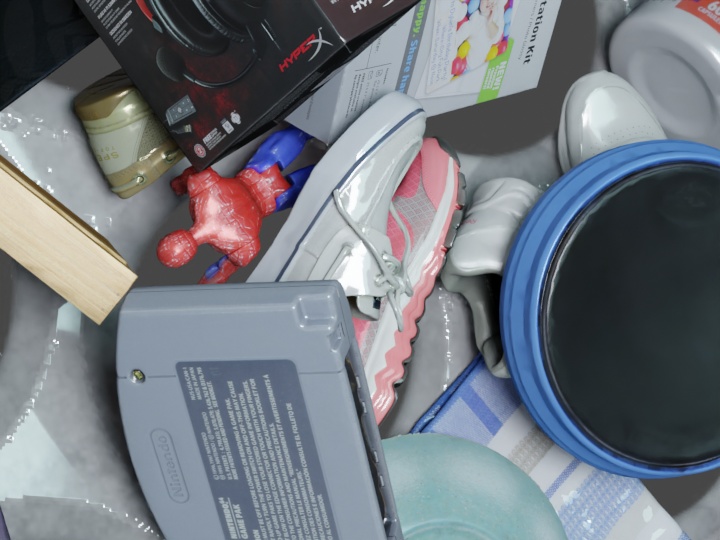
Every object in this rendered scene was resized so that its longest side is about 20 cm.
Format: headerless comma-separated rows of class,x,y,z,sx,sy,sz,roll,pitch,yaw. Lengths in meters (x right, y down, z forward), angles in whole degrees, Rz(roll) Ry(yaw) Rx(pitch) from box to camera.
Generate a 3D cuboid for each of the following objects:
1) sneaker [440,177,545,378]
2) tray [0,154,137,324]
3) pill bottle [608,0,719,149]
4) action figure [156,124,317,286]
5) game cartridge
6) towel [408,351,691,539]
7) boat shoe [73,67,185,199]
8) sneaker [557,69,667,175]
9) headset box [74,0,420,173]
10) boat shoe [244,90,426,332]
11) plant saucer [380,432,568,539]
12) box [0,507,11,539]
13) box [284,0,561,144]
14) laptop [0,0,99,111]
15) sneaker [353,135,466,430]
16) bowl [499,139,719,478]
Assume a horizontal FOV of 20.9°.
sneaker,0.119,0.045,1.174,0.200,0.078,0.099,45,56,-4
tray,-0.208,-0.054,1.012,0.200,0.099,0.037,41,88,-16
pill bottle,0.262,-0.172,1.260,0.200,0.111,0.112,-42,102,-25
action figure,-0.064,-0.042,1.113,0.065,0.099,0.200,57,42,-5
game cartridge,-0.056,0.093,1.031,0.042,0.133,0.200,-62,146,-51
towel,0.109,0.154,1.188,0.200,0.024,0.147,49,65,-13
boat shoe,-0.065,-0.109,1.114,0.200,0.073,0.063,-29,110,-26
sneaker,0.189,-0.034,1.211,0.075,0.100,0.200,-22,92,-20
headset box,-0.083,-0.174,0.994,0.075,0.149,0.200,-36,91,-43
boat shoe,-0.006,0.004,1.059,0.086,0.075,0.202,34,86,14
plant saucer,0.041,0.195,1.120,0.201,0.039,0.202,0,90,-18
box,-0.267,0.098,0.979,0.141,0.079,0.200,-18,91,-25
box,0.049,-0.165,1.112,0.200,0.041,0.156,-20,132,-48
laptop,-0.200,-0.201,1.090,0.177,0.103,0.200,53,39,-11
sneaker,0.000,0.000,1.128,0.087,0.074,0.200,22,67,-6
bowl,0.180,0.024,1.134,0.200,0.039,0.201,-2,96,-18
